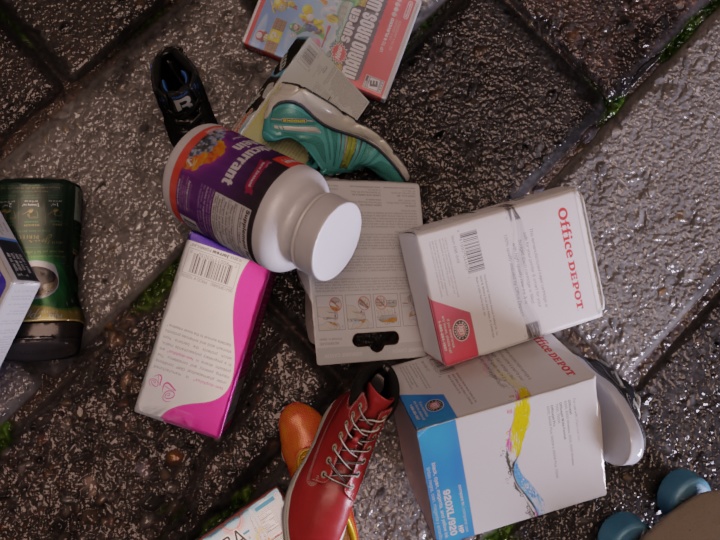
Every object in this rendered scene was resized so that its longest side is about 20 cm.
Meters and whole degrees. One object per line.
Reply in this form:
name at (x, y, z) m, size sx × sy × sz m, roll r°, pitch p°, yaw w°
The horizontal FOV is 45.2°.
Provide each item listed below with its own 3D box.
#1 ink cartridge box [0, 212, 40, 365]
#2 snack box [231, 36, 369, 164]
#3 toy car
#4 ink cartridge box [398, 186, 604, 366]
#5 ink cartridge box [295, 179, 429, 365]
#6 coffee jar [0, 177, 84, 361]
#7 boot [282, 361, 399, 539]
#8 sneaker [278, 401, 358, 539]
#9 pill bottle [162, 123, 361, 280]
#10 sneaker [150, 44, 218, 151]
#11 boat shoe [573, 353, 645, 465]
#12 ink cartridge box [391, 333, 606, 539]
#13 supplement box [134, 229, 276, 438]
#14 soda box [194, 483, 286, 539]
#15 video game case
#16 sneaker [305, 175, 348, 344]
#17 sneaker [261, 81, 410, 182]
ink cartridge box at (-0.440, 0.028, 0.946) m, size 0.199 × 0.043 × 0.202 m, roll 48°, pitch 112°, yaw 32°
snack box at (-0.086, -0.162, 1.034) m, size 0.116 × 0.037 × 0.202 m, roll 41°, pitch 77°, yaw -32°
toy car at (0.394, 0.366, 0.963) m, size 0.175 × 0.184 × 0.203 m, roll -31°, pitch 112°, yaw -9°
ink cartridge box at (0.156, 0.003, 0.957) m, size 0.195 × 0.085 × 0.149 m, roll -15°, pitch 97°, yaw -11°
ink cartridge box at (0.000, 0.000, 0.982) m, size 0.159 × 0.057 × 0.206 m, roll -1°, pitch 86°, yaw -30°
coffee jar at (-0.369, 0.001, 0.989) m, size 0.102 × 0.085 × 0.205 m, roll -1°, pitch 80°, yaw -15°
boot at (-0.017, 0.196, 0.894) m, size 0.071 × 0.145 × 0.203 m, roll 25°, pitch 52°, yaw -8°
sneaker at (-0.041, 0.245, 0.976) m, size 0.071 × 0.077 × 0.204 m, roll -20°, pitch 81°, yaw -5°
pill bottle at (-0.100, -0.067, 0.892) m, size 0.197 × 0.112 × 0.113 m, roll 27°, pitch 79°, yaw 27°
sneaker at (-0.201, -0.166, 1.017) m, size 0.072 × 0.112 × 0.204 m, roll -23°, pitch 82°, yaw -7°
boat shoe at (0.280, 0.150, 0.962) m, size 0.066 × 0.200 × 0.074 m, roll 3°, pitch 105°, yaw -9°
ink cartridge box at (0.146, 0.174, 0.943) m, size 0.195 × 0.147 × 0.148 m, roll -14°, pitch 110°, yaw -6°
supplement box at (-0.169, 0.071, 0.972) m, size 0.099 × 0.103 × 0.205 m, roll 18°, pitch 86°, yaw -1°
soda box at (-0.157, 0.319, 0.959) m, size 0.198 × 0.068 × 0.064 m, roll -32°, pitch 83°, yaw -9°
video game case at (-0.035, -0.316, 1.102) m, size 0.196 × 0.017 × 0.146 m, roll 21°, pitch 80°, yaw 0°
sneaker at (-0.017, -0.010, 1.029) m, size 0.086 × 0.075 × 0.205 m, roll 9°, pitch 78°, yaw -14°
sneaker at (-0.029, -0.146, 1.019) m, size 0.197 × 0.077 × 0.081 m, roll 26°, pitch 97°, yaw -26°
